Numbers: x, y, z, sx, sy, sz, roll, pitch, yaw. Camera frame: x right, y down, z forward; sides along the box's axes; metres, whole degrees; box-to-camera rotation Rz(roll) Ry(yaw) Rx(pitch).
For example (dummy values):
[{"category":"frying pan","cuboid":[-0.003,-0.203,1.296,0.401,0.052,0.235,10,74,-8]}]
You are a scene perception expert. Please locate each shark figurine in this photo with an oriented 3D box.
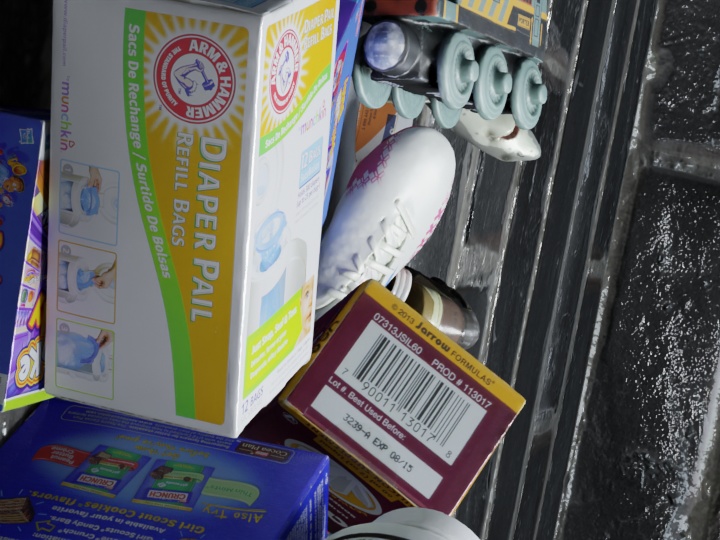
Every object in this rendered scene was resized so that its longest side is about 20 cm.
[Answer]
[{"category":"shark figurine","cuboid":[0.052,-0.178,1.196,0.089,0.126,0.217,143,-57,-76]}]

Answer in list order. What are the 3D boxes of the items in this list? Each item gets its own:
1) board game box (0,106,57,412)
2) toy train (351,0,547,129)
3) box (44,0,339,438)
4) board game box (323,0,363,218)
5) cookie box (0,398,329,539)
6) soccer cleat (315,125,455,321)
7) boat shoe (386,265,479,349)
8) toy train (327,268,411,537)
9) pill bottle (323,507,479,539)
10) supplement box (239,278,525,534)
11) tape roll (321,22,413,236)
[{"category":"board game box","cuboid":[-0.144,-0.012,0.864,0.200,0.044,0.136,-14,114,-73]},{"category":"toy train","cuboid":[0.059,-0.152,1.063,0.199,0.084,0.116,5,88,-61]},{"category":"box","cuboid":[-0.079,-0.042,0.801,0.112,0.100,0.202,-44,142,-65]},{"category":"board game box","cuboid":[-0.049,-0.055,0.975,0.201,0.044,0.135,102,7,-51]},{"category":"cookie box","cuboid":[-0.126,0.156,0.821,0.200,0.169,0.076,-53,148,-55]},{"category":"soccer cleat","cuboid":[0.000,0.000,1.108,0.201,0.069,0.087,-53,-157,18]},{"category":"boat shoe","cuboid":[0.048,0.040,1.422,0.200,0.064,0.074,-135,-114,-76]},{"category":"toy train","cuboid":[-0.009,0.100,1.158,0.055,0.149,0.202,32,61,-40]},{"category":"pill bottle","cuboid":[0.000,0.192,0.774,0.200,0.111,0.114,-48,146,-60]},{"category":"supplement box","cuboid":[0.000,0.088,0.971,0.086,0.110,0.200,-53,-176,-18]},{"category":"tape roll","cuboid":[-0.016,-0.118,1.206,0.200,0.065,0.203,12,90,-75]}]
